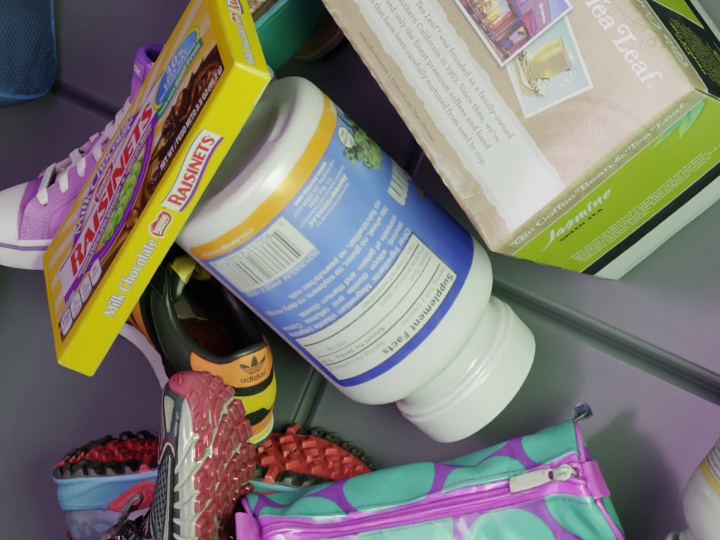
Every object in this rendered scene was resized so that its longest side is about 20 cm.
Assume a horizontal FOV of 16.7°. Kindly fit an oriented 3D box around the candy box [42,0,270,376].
[{"bbox_3d":[-0.110,-0.051,1.284,0.201,0.026,0.102,-57,26,25],"label":"candy box"}]

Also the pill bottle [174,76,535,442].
[{"bbox_3d":[0.000,0.000,1.313,0.112,0.112,0.200,-41,114,16],"label":"pill bottle"}]

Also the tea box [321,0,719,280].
[{"bbox_3d":[0.099,-0.118,1.278,0.133,0.196,0.201,-39,70,16],"label":"tea box"}]

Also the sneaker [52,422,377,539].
[{"bbox_3d":[-0.076,0.143,1.413,0.199,0.079,0.096,-1,109,21],"label":"sneaker"}]

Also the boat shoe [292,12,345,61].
[{"bbox_3d":[-0.071,-0.214,1.437,0.071,0.064,0.201,-32,75,19],"label":"boat shoe"}]

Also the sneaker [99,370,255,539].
[{"bbox_3d":[-0.106,0.145,1.335,0.074,0.081,0.201,16,118,14],"label":"sneaker"}]

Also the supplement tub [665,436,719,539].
[{"bbox_3d":[0.251,0.106,1.214,0.145,0.145,0.200,40,102,22],"label":"supplement tub"}]

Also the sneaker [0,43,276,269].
[{"bbox_3d":[-0.133,-0.072,1.371,0.199,0.073,0.115,-12,121,8],"label":"sneaker"}]

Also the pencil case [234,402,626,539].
[{"bbox_3d":[0.037,0.137,1.309,0.199,0.093,0.086,-14,62,2],"label":"pencil case"}]

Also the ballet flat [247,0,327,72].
[{"bbox_3d":[-0.082,-0.123,1.408,0.065,0.070,0.200,53,125,23],"label":"ballet flat"}]

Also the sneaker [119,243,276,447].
[{"bbox_3d":[-0.108,0.009,1.402,0.200,0.070,0.090,50,145,30],"label":"sneaker"}]

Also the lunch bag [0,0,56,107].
[{"bbox_3d":[-0.288,-0.162,1.460,0.131,0.200,0.137,-3,89,27],"label":"lunch bag"}]
